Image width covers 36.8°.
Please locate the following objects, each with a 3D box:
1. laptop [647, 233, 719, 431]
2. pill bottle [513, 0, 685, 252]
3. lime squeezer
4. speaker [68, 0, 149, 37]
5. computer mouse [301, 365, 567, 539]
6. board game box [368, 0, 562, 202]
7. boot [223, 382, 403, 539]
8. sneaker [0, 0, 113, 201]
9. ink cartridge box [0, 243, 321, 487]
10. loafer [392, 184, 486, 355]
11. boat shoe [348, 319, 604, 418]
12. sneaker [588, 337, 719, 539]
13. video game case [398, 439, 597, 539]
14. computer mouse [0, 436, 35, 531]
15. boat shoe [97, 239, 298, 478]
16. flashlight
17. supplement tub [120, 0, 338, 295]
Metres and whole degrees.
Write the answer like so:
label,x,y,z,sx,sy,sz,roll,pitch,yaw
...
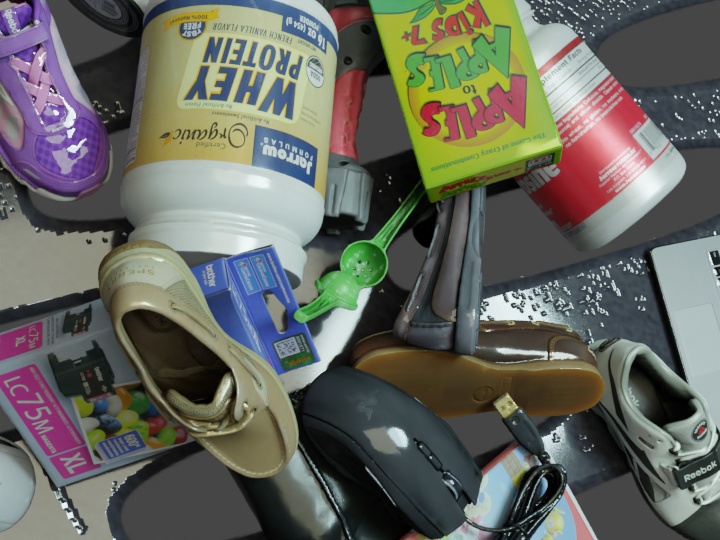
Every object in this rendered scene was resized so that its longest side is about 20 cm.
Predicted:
label,x,y,z,sx,sy,sz,roll,pitch,yaw
laptop,0.372,0.042,0.888,0.200,0.116,0.188,-10,80,-18
pill bottle,0.155,-0.122,0.867,0.112,0.112,0.200,-41,90,-20
lime squeezer,0.000,0.000,0.787,0.038,0.071,0.200,48,46,-5
speaker,-0.150,-0.283,0.836,0.081,0.081,0.200,30,71,-7
computer mouse,0.064,0.122,0.763,0.200,0.046,0.140,46,58,0
board game box,0.070,-0.162,0.796,0.101,0.048,0.200,-17,79,5
boot,-0.059,0.179,0.757,0.198,0.073,0.163,-24,87,-27
sneaker,-0.241,-0.146,0.775,0.080,0.088,0.200,-25,86,-21
ink cartridge box,-0.132,0.065,0.714,0.200,0.120,0.042,-20,40,-2
loafer,0.063,-0.024,0.820,0.063,0.072,0.200,2,49,7
boat shoe,0.085,0.071,0.832,0.199,0.071,0.070,6,38,-15
sneaker,0.249,0.139,0.843,0.074,0.089,0.200,-39,90,-14
video game case,0.096,0.229,0.784,0.200,0.017,0.143,-32,95,-34
computer mouse,-0.316,0.124,0.712,0.200,0.044,0.110,13,73,-12
boat shoe,-0.097,0.073,0.662,0.071,0.065,0.200,-28,127,7
flashlight,-0.006,-0.130,0.848,0.068,0.068,0.201,8,74,-10
supplement tub,-0.093,-0.092,0.773,0.144,0.144,0.201,8,75,-14
